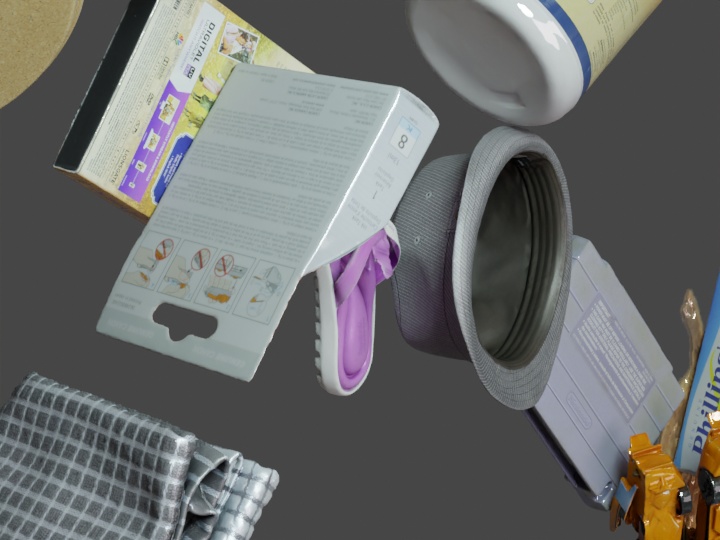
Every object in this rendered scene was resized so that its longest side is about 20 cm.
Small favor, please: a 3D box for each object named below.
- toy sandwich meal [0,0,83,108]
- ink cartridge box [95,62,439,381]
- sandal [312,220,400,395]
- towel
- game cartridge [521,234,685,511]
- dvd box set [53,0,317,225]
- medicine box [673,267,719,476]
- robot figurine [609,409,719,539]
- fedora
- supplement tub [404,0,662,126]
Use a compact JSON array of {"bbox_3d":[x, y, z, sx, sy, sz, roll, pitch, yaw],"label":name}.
[{"bbox_3d":[-0.247,-0.160,1.270,0.205,0.070,0.205,-19,140,-17],"label":"toy sandwich meal"},{"bbox_3d":[-0.059,-0.027,1.423,0.047,0.160,0.200,37,74,-41],"label":"ink cartridge box"},{"bbox_3d":[0.003,-0.004,1.590,0.082,0.050,0.203,-47,145,-47],"label":"sandal"},{"bbox_3d":[-0.167,0.157,1.382,0.086,0.200,0.166,41,71,-41],"label":"towel"},{"bbox_3d":[0.178,0.080,1.822,0.130,0.038,0.200,-56,133,-24],"label":"game cartridge"},{"bbox_3d":[-0.094,-0.087,1.509,0.200,0.029,0.147,32,77,-44],"label":"dvd box set"},{"bbox_3d":[0.378,0.099,1.974,0.200,0.103,0.183,11,93,-46],"label":"medicine box"},{"bbox_3d":[0.260,0.205,1.871,0.145,0.058,0.200,-14,136,-13],"label":"robot figurine"},{"bbox_3d":[0.078,-0.005,1.647,0.177,0.090,0.201,23,72,-58],"label":"fedora"},{"bbox_3d":[0.140,-0.214,1.626,0.200,0.144,0.145,-49,130,-24],"label":"supplement tub"}]
